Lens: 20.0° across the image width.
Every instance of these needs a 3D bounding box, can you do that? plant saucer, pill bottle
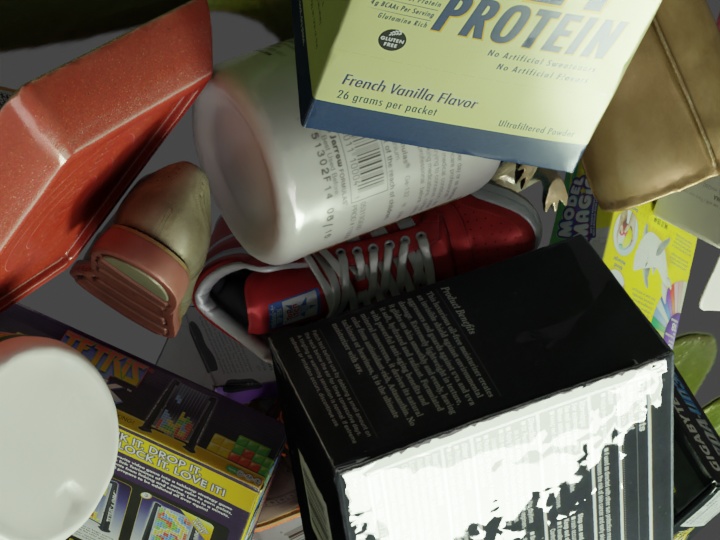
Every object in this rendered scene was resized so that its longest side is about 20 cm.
[{"bbox_3d":[-0.161,-0.038,1.044,0.200,0.037,0.200,-49,176,30],"label":"plant saucer"},{"bbox_3d":[-0.234,0.085,1.111,0.200,0.113,0.113,3,174,44],"label":"pill bottle"},{"bbox_3d":[0.018,-0.087,1.129,0.200,0.114,0.114,-21,148,-23],"label":"pill bottle"}]

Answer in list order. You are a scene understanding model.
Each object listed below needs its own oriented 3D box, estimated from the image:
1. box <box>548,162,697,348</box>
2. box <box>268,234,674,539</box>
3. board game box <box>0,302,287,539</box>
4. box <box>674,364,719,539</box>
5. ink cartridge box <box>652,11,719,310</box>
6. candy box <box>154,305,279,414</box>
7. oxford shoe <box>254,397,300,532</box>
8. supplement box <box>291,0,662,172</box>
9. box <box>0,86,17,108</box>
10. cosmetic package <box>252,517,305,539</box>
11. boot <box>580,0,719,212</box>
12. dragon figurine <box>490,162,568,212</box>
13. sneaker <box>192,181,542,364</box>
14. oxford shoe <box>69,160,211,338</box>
[{"bbox_3d":[0.167,0.006,1.321,0.048,0.201,0.117,6,168,38],"label":"box"},{"bbox_3d":[0.068,0.113,1.173,0.198,0.123,0.200,-17,132,-11],"label":"box"},{"bbox_3d":[-0.156,0.120,1.239,0.200,0.057,0.166,25,135,3],"label":"board game box"},{"bbox_3d":[0.163,0.121,1.449,0.046,0.200,0.159,9,134,-46],"label":"box"},{"bbox_3d":[0.262,-0.075,1.301,0.116,0.067,0.201,5,108,-40],"label":"ink cartridge box"},{"bbox_3d":[-0.046,0.096,1.381,0.200,0.072,0.168,-4,140,-31],"label":"candy box"},{"bbox_3d":[-0.032,0.089,1.247,0.200,0.071,0.072,-45,149,23],"label":"oxford shoe"},{"bbox_3d":[0.057,-0.190,0.914,0.134,0.200,0.200,8,136,-15],"label":"supplement box"},{"bbox_3d":[-0.266,-0.055,1.040,0.200,0.042,0.119,12,129,-43],"label":"box"},{"bbox_3d":[-0.072,0.245,1.403,0.071,0.102,0.200,-21,155,-42],"label":"cosmetic package"},{"bbox_3d":[0.176,-0.155,1.099,0.175,0.066,0.200,-21,104,7],"label":"boot"},{"bbox_3d":[0.072,-0.060,1.261,0.059,0.099,0.200,22,104,-48],"label":"dragon figurine"},{"bbox_3d":[0.000,0.000,1.170,0.199,0.113,0.071,-2,119,17],"label":"sneaker"},{"bbox_3d":[-0.113,-0.012,1.148,0.075,0.070,0.200,-60,-171,-14],"label":"oxford shoe"}]
